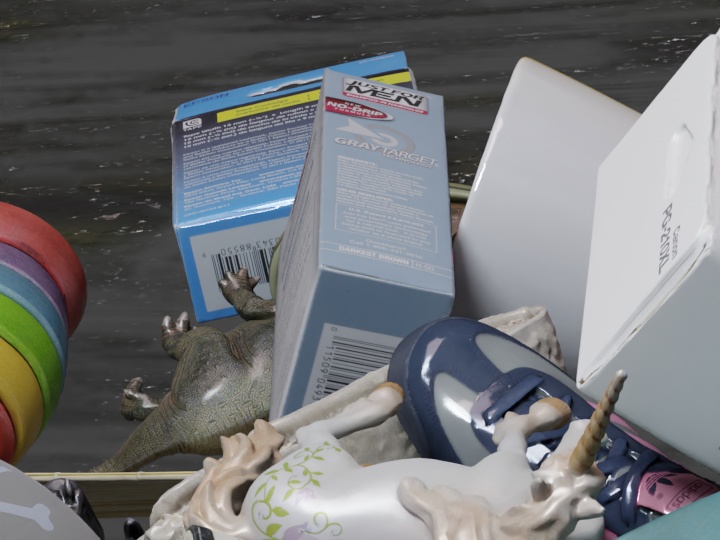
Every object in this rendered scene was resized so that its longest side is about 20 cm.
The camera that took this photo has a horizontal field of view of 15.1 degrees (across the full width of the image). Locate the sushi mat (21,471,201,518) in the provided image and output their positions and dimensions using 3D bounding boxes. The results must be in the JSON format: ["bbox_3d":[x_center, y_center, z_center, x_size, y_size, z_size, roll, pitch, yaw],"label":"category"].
[{"bbox_3d":[-0.079,0.100,1.218,0.200,0.012,0.096,-3,-16,22],"label":"sushi mat"}]

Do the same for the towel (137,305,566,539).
[{"bbox_3d":[0.010,0.111,1.072,0.200,0.133,0.034,-26,20,-27],"label":"towel"}]

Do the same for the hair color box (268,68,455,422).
[{"bbox_3d":[0.000,0.000,1.189,0.061,0.099,0.200,12,27,-7],"label":"hair color box"}]

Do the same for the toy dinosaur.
[{"bbox_3d":[-0.056,0.051,1.279,0.200,0.077,0.102,-15,17,-25],"label":"toy dinosaur"}]

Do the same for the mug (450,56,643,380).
[{"bbox_3d":[0.126,-0.017,1.239,0.153,0.149,0.187,18,61,4],"label":"mug"}]

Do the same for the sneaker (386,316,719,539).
[{"bbox_3d":[0.098,0.081,1.016,0.070,0.200,0.082,-46,-7,-27],"label":"sneaker"}]

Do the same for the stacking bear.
[{"bbox_3d":[-0.206,0.063,1.324,0.114,0.121,0.200,-13,33,18],"label":"stacking bear"}]

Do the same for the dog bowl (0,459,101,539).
[{"bbox_3d":[-0.156,0.149,0.993,0.200,0.200,0.059,2,25,31],"label":"dog bowl"}]

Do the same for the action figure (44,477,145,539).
[{"bbox_3d":[-0.122,0.147,1.105,0.119,0.102,0.200,-16,9,-11],"label":"action figure"}]

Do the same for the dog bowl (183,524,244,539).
[{"bbox_3d":[-0.022,0.182,0.875,0.074,0.200,0.200,2,24,-6],"label":"dog bowl"}]

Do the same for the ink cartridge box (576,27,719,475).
[{"bbox_3d":[0.183,0.023,0.995,0.084,0.200,0.145,-50,16,33],"label":"ink cartridge box"}]

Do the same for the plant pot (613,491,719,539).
[{"bbox_3d":[0.134,0.160,0.906,0.200,0.141,0.141,-16,23,15],"label":"plant pot"}]

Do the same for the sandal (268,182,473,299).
[{"bbox_3d":[0.046,-0.003,1.358,0.201,0.080,0.057,-3,27,20],"label":"sandal"}]

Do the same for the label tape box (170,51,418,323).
[{"bbox_3d":[-0.030,-0.050,1.519,0.143,0.066,0.200,-13,22,1],"label":"label tape box"}]

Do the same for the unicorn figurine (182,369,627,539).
[{"bbox_3d":[0.030,0.077,0.934,0.200,0.074,0.137,-18,6,24],"label":"unicorn figurine"}]
